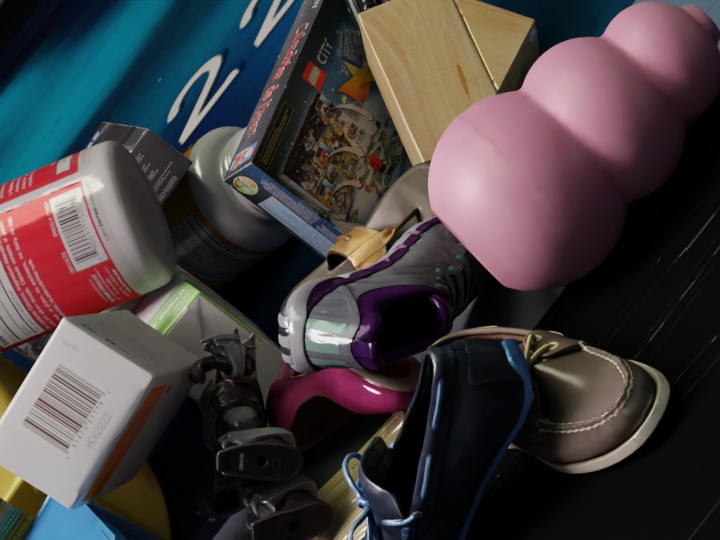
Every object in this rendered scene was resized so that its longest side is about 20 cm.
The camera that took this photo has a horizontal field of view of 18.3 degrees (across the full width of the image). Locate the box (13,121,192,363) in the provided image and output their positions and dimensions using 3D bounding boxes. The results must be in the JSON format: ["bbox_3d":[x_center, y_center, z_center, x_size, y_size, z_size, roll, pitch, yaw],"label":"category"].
[{"bbox_3d":[-0.226,-0.023,1.783,0.200,0.050,0.158,-55,18,-6],"label":"box"}]

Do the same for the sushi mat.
[{"bbox_3d":[-0.033,0.175,1.435,0.200,0.012,0.096,-45,23,19],"label":"sushi mat"}]

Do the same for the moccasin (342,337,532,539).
[{"bbox_3d":[0.027,0.111,1.256,0.081,0.068,0.200,-116,41,-51],"label":"moccasin"}]

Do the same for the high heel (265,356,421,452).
[{"bbox_3d":[-0.009,0.095,1.462,0.200,0.067,0.096,-156,73,-72],"label":"high heel"}]

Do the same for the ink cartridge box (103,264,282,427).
[{"bbox_3d":[-0.121,0.050,1.665,0.067,0.117,0.200,-52,22,-2],"label":"ink cartridge box"}]

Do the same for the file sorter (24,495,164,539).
[{"bbox_3d":[-0.157,0.234,1.417,0.139,0.123,0.200,-62,17,-3],"label":"file sorter"}]

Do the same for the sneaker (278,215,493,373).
[{"bbox_3d":[0.044,0.021,1.390,0.087,0.075,0.200,10,27,42],"label":"sneaker"}]

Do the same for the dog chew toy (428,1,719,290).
[{"bbox_3d":[0.136,-0.083,1.349,0.200,0.125,0.125,-45,22,1],"label":"dog chew toy"}]

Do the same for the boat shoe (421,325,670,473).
[{"bbox_3d":[0.100,0.066,1.264,0.072,0.060,0.200,-57,22,-12],"label":"boat shoe"}]

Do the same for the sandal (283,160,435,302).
[{"bbox_3d":[0.000,0.000,1.533,0.200,0.055,0.082,-37,70,39],"label":"sandal"}]

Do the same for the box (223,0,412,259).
[{"bbox_3d":[-0.008,-0.106,1.650,0.038,0.137,0.200,-28,32,47],"label":"box"}]

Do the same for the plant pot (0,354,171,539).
[{"bbox_3d":[-0.255,0.195,1.638,0.200,0.200,0.176,-54,32,-3],"label":"plant pot"}]

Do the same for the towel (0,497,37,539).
[{"bbox_3d":[-0.227,0.218,1.521,0.018,0.200,0.086,26,78,49],"label":"towel"}]

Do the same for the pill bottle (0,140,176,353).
[{"bbox_3d":[-0.243,-0.007,1.604,0.200,0.112,0.112,-22,28,8],"label":"pill bottle"}]

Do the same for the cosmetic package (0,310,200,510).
[{"bbox_3d":[-0.169,0.087,1.453,0.102,0.071,0.200,-58,-4,3],"label":"cosmetic package"}]

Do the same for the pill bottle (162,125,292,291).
[{"bbox_3d":[-0.124,-0.046,1.832,0.200,0.109,0.109,-33,28,41],"label":"pill bottle"}]

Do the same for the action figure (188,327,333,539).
[{"bbox_3d":[-0.080,0.111,1.473,0.069,0.130,0.200,-13,17,-13],"label":"action figure"}]

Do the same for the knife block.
[{"bbox_3d":[0.031,-0.150,1.598,0.200,0.175,0.064,-63,-21,-22],"label":"knife block"}]
